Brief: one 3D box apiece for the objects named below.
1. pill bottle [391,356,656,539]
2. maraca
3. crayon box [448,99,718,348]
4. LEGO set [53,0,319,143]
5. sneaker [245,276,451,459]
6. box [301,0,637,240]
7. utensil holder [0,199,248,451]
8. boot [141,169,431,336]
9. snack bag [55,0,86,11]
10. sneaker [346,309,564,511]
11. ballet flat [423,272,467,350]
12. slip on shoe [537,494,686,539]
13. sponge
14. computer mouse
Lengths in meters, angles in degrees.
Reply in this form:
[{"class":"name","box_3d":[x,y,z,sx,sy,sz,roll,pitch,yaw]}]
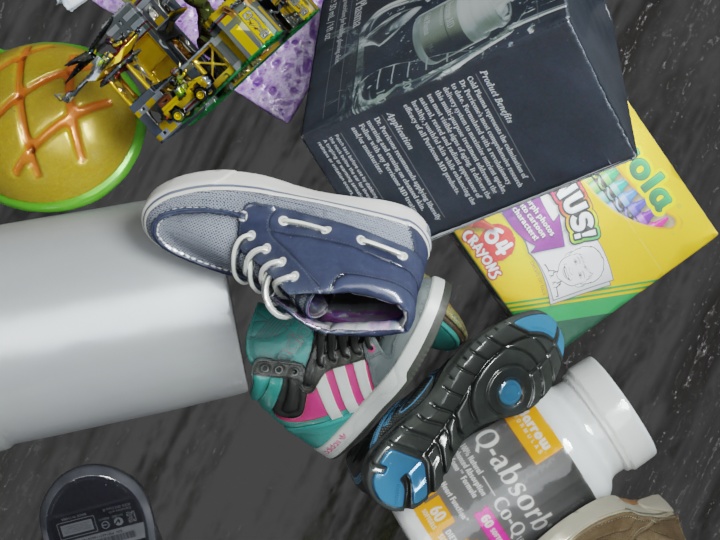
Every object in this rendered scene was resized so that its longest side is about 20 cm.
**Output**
[{"class":"pill bottle","box_3d":[0.126,0.162,1.091,0.200,0.116,0.116,-34,97,0]},{"class":"maraca","box_3d":[-0.256,-0.116,1.041,0.200,0.107,0.137,19,72,17]},{"class":"crayon box","box_3d":[0.156,-0.060,1.098,0.173,0.058,0.200,-36,98,0]},{"class":"LEGO set","box_3d":[-0.124,-0.181,0.978,0.154,0.200,0.116,-39,98,26]},{"class":"sneaker","box_3d":[-0.024,0.054,1.055,0.121,0.084,0.200,30,127,-11]},{"class":"box","box_3d":[0.076,-0.140,0.975,0.196,0.200,0.124,-21,124,19]},{"class":"utensil holder","box_3d":[-0.195,0.035,1.028,0.200,0.170,0.170,-10,97,-5]},{"class":"boot","box_3d":[-0.055,-0.009,0.907,0.200,0.090,0.073,5,130,7]},{"class":"snack bag","box_3d":[-0.189,-0.324,1.040,0.200,0.021,0.189,-31,84,2]},{"class":"sneaker","box_3d":[0.069,0.097,1.053,0.200,0.082,0.073,-38,107,-15]},{"class":"ballet flat","box_3d":[0.000,0.000,1.095,0.200,0.071,0.071,21,94,-8]},{"class":"slip on shoe","box_3d":[0.198,0.220,1.070,0.076,0.200,0.061,-45,62,23]},{"class":"sponge","box_3d":[-0.113,-0.214,1.076,0.200,0.030,0.112,32,93,-7]},{"class":"computer mouse","box_3d":[-0.206,0.240,1.111,0.138,0.053,0.200,-9,109,-5]}]
